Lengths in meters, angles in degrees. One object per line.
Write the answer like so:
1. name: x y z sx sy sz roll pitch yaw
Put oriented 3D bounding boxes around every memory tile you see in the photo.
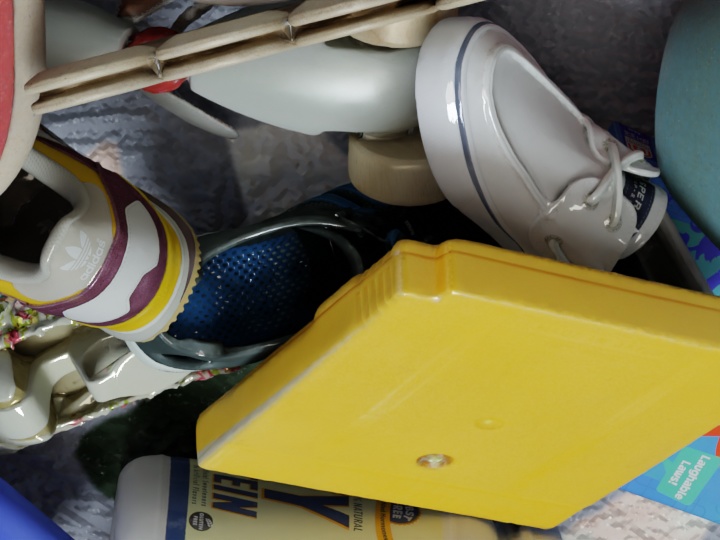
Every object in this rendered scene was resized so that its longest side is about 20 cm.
1. memory tile: -0.011 -0.091 0.920 0.200 0.153 0.017 -13 97 16

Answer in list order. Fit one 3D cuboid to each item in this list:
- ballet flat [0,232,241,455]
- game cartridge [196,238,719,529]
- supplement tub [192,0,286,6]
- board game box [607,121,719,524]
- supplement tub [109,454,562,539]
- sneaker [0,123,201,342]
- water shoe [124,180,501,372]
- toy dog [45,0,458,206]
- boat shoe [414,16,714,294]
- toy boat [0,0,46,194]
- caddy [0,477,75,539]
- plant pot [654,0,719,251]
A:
1. ballet flat: -0.127 0.040 1.139 0.200 0.064 0.076 -25 120 12
2. game cartridge: 0.052 0.048 1.048 0.176 0.033 0.200 12 150 -24
3. supplement tub: -0.043 -0.193 0.929 0.140 0.200 0.141 -1 120 -2
4. board game box: 0.170 0.038 1.159 0.200 0.045 0.152 19 117 -13
5. supplement tub: -0.017 0.164 1.168 0.199 0.145 0.145 7 120 -6
6. sneaker: -0.156 -0.038 1.030 0.090 0.200 0.075 29 84 -55
7. water shoe: 0.000 0.000 1.076 0.200 0.079 0.072 -21 99 -19
8. toy dog: -0.039 -0.099 1.063 0.200 0.096 0.132 25 121 1
9. boat shoe: 0.091 -0.028 1.037 0.065 0.074 0.200 0 144 37
10. toy boat: -0.190 -0.101 0.908 0.131 0.130 0.200 -18 117 -42
11. caddy: -0.205 0.162 1.145 0.105 0.141 0.200 39 136 -11
12. plant pot: 0.195 -0.065 1.035 0.134 0.200 0.200 10 123 24
